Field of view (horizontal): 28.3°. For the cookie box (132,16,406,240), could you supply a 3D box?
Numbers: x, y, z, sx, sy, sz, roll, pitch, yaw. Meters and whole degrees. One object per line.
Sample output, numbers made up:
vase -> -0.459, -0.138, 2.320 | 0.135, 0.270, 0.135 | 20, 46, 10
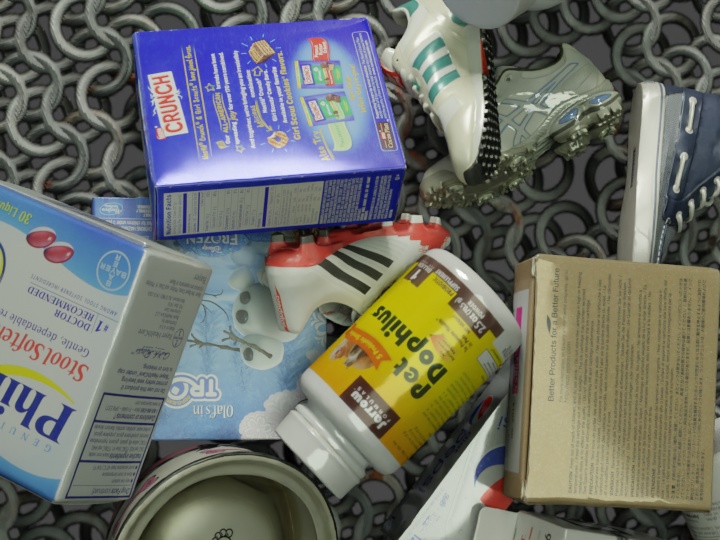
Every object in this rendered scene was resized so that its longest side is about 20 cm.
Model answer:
cookie box -> -0.078, -0.118, 1.159 | 0.198, 0.076, 0.172 | -5, 54, -11

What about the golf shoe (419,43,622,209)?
golf shoe -> 0.128, -0.126, 1.253 | 0.199, 0.078, 0.098 | -27, 73, -11

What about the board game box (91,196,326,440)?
board game box -> -0.127, 0.042, 1.198 | 0.198, 0.043, 0.202 | 0, 86, -12

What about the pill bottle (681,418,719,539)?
pill bottle -> 0.355, 0.235, 1.263 | 0.113, 0.114, 0.202 | -26, 95, -10

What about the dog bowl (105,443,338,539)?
dog bowl -> -0.121, 0.232, 1.168 | 0.198, 0.074, 0.202 | -7, 106, -24

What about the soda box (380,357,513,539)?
soda box -> 0.106, 0.170, 1.239 | 0.063, 0.068, 0.201 | 39, 83, -9

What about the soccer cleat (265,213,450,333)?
soccer cleat -> 0.000, 0.000, 1.192 | 0.199, 0.068, 0.086 | -13, 105, -45

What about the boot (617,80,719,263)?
boot -> 0.282, -0.065, 1.267 | 0.089, 0.073, 0.202 | 6, 88, -2

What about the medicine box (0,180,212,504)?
medicine box -> -0.241, 0.053, 1.108 | 0.181, 0.103, 0.202 | 21, 91, 24

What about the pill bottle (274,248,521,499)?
pill bottle -> 0.027, 0.086, 1.151 | 0.200, 0.109, 0.109 | -45, 97, -6

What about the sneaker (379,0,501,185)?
sneaker -> 0.065, -0.152, 1.204 | 0.092, 0.070, 0.202 | -8, 59, 12

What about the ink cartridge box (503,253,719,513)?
ink cartridge box -> 0.207, 0.094, 1.184 | 0.163, 0.075, 0.202 | 5, 84, -7

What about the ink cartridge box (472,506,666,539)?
ink cartridge box -> 0.183, 0.275, 1.218 | 0.198, 0.068, 0.117 | 15, 87, -33

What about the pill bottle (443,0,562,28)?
pill bottle -> 0.151, -0.281, 1.179 | 0.200, 0.114, 0.115 | -38, 98, -36
